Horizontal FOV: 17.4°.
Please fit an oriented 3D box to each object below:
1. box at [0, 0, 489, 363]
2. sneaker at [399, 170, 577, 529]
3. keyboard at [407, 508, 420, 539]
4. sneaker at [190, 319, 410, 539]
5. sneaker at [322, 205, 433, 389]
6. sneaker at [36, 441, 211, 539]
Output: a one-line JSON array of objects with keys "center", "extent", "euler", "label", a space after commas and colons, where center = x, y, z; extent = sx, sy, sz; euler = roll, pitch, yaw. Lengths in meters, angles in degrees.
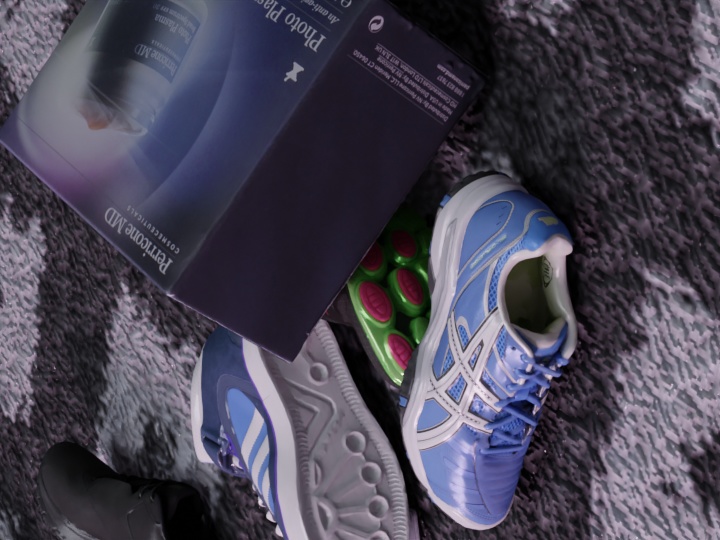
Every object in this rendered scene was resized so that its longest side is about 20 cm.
[{"center": [-0.071, -0.091, 1.334], "extent": [0.200, 0.123, 0.199], "euler": [38, 96, 42], "label": "box"}, {"center": [0.072, 0.051, 1.284], "extent": [0.077, 0.075, 0.202], "euler": [28, 122, 52], "label": "sneaker"}, {"center": [0.027, 0.243, 1.453], "extent": [0.056, 0.011, 0.202], "euler": [1, 99, 48], "label": "keyboard"}, {"center": [-0.044, 0.123, 1.466], "extent": [0.146, 0.080, 0.202], "euler": [-36, 72, 62], "label": "sneaker"}, {"center": [0.000, 0.000, 1.382], "extent": [0.084, 0.076, 0.201], "euler": [105, 147, -41], "label": "sneaker"}, {"center": [-0.149, 0.173, 1.633], "extent": [0.200, 0.076, 0.091], "euler": [40, 119, 32], "label": "sneaker"}]
